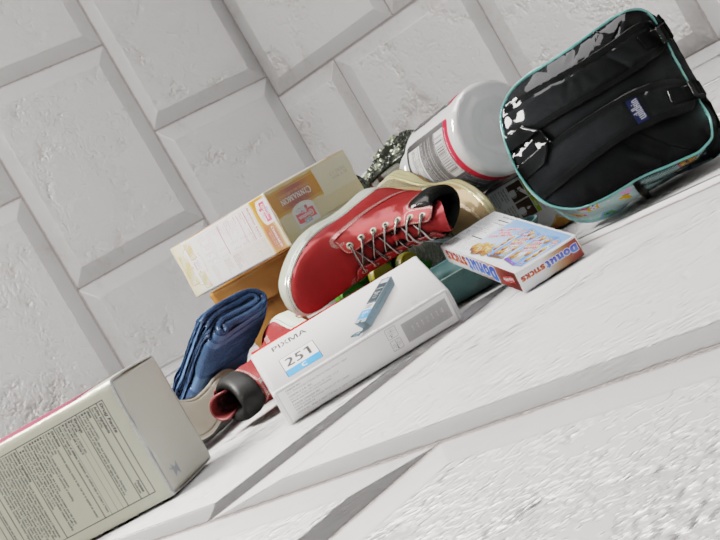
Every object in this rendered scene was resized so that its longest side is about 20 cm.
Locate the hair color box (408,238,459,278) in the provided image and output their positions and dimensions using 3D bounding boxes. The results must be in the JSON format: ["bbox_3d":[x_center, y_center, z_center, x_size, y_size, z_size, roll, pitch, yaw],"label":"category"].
[{"bbox_3d":[0.066,-0.018,1.778,0.098,0.061,0.200,2,-2,-8],"label":"hair color box"}]

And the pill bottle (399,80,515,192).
[{"bbox_3d":[0.118,-0.139,1.677,0.110,0.111,0.200,-32,0,-24],"label":"pill bottle"}]

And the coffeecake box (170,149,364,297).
[{"bbox_3d":[-0.112,-0.056,1.751,0.200,0.073,0.153,-26,5,45],"label":"coffeecake box"}]

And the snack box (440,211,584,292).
[{"bbox_3d":[0.146,-0.021,1.422,0.072,0.024,0.200,-31,16,-10],"label":"snack box"}]

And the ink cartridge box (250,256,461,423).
[{"bbox_3d":[-0.018,0.053,1.455,0.199,0.045,0.176,-31,26,-6],"label":"ink cartridge box"}]

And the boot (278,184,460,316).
[{"bbox_3d":[0.015,-0.026,1.500,0.144,0.073,0.200,-1,36,47],"label":"boot"}]

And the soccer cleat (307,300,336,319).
[{"bbox_3d":[-0.003,0.055,1.687,0.070,0.087,0.200,-37,-23,23],"label":"soccer cleat"}]

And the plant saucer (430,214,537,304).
[{"bbox_3d":[0.117,0.003,1.582,0.199,0.036,0.200,-31,3,2],"label":"plant saucer"}]

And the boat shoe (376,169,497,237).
[{"bbox_3d":[0.081,-0.063,1.630,0.064,0.072,0.200,-36,29,-25],"label":"boat shoe"}]

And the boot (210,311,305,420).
[{"bbox_3d":[-0.116,0.113,1.612,0.144,0.073,0.200,-33,7,-13],"label":"boot"}]

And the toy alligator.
[{"bbox_3d":[0.000,0.000,1.597,0.199,0.055,0.059,-19,1,-38],"label":"toy alligator"}]

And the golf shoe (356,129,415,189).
[{"bbox_3d":[0.039,-0.107,1.855,0.200,0.088,0.077,-46,11,48],"label":"golf shoe"}]

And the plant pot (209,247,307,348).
[{"bbox_3d":[-0.072,0.038,1.828,0.199,0.141,0.200,-31,4,2],"label":"plant pot"}]

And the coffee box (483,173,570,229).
[{"bbox_3d":[0.252,-0.111,1.680,0.199,0.080,0.114,-30,5,21],"label":"coffee box"}]

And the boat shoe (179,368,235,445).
[{"bbox_3d":[-0.187,0.173,1.619,0.200,0.067,0.057,-31,-27,-58],"label":"boat shoe"}]

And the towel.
[{"bbox_3d":[-0.176,0.110,1.716,0.112,0.048,0.201,-33,-26,-47],"label":"towel"}]

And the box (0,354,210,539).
[{"bbox_3d":[-0.274,0.193,1.437,0.199,0.128,0.109,-29,3,18],"label":"box"}]

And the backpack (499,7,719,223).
[{"bbox_3d":[0.251,-0.147,1.471,0.199,0.177,0.153,-29,-13,10],"label":"backpack"}]

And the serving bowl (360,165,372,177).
[{"bbox_3d":[0.087,-0.071,1.955,0.200,0.200,0.066,-27,42,41],"label":"serving bowl"}]
